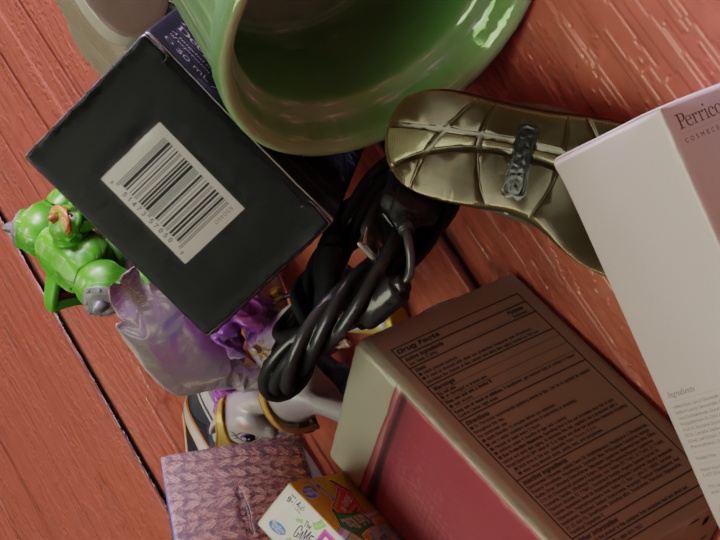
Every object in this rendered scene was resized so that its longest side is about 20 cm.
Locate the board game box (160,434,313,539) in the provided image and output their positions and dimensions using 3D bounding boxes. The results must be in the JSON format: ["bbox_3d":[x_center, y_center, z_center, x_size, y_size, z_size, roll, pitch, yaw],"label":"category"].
[{"bbox_3d":[-0.066,0.240,1.058,0.159,0.097,0.200,-115,19,-61],"label":"board game box"}]

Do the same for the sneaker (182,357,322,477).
[{"bbox_3d":[-0.081,0.168,1.262,0.079,0.078,0.200,-52,55,48],"label":"sneaker"}]

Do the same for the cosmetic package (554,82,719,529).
[{"bbox_3d":[0.190,0.011,0.767,0.085,0.108,0.200,-25,89,56],"label":"cosmetic package"}]

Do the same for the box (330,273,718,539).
[{"bbox_3d":[0.096,0.119,0.939,0.200,0.128,0.109,46,141,31],"label":"box"}]

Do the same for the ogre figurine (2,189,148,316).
[{"bbox_3d":[-0.198,-0.019,1.278,0.200,0.120,0.098,51,143,23],"label":"ogre figurine"}]

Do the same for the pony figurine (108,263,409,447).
[{"bbox_3d":[-0.062,0.054,1.128,0.200,0.167,0.193,-11,108,40],"label":"pony figurine"}]

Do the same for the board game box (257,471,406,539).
[{"bbox_3d":[0.037,0.179,0.992,0.134,0.200,0.034,43,105,20],"label":"board game box"}]

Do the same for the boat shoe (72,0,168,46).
[{"bbox_3d":[-0.189,-0.229,1.095,0.201,0.070,0.072,64,152,16],"label":"boat shoe"}]

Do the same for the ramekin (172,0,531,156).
[{"bbox_3d":[-0.008,-0.168,0.866,0.098,0.200,0.200,54,145,32],"label":"ramekin"}]

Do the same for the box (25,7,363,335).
[{"bbox_3d":[-0.090,-0.075,0.975,0.107,0.200,0.148,-42,100,17],"label":"box"}]

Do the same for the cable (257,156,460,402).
[{"bbox_3d":[0.000,0.000,0.968,0.051,0.200,0.163,33,113,-9],"label":"cable"}]

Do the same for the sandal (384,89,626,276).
[{"bbox_3d":[0.109,-0.050,0.875,0.200,0.054,0.080,21,99,24],"label":"sandal"}]

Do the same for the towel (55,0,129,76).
[{"bbox_3d":[-0.155,-0.142,1.173,0.200,0.034,0.133,46,167,19],"label":"towel"}]

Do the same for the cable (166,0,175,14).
[{"bbox_3d":[-0.121,-0.243,1.104,0.200,0.051,0.163,57,140,20],"label":"cable"}]
